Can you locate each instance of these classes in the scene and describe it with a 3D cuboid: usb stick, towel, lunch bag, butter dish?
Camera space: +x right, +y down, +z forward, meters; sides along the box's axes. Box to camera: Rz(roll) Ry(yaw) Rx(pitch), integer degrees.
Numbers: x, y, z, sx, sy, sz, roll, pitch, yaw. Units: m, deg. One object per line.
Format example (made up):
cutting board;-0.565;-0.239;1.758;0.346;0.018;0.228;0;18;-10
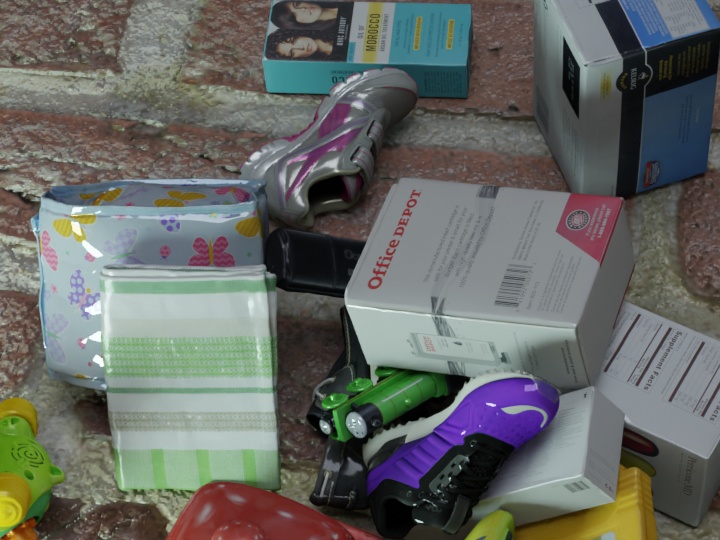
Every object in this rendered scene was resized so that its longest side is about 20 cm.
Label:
usb stick;0.000;0.000;1.736;0.199;0.033;0.056;8;66;-41
towel;-0.139;0.090;1.674;0.148;0.202;0.031;1;22;7
lunch bag;-0.177;0.009;1.724;0.198;0.171;0.127;-2;14;1
butter dish;-0.087;0.245;1.573;0.198;0.148;0.201;17;58;17

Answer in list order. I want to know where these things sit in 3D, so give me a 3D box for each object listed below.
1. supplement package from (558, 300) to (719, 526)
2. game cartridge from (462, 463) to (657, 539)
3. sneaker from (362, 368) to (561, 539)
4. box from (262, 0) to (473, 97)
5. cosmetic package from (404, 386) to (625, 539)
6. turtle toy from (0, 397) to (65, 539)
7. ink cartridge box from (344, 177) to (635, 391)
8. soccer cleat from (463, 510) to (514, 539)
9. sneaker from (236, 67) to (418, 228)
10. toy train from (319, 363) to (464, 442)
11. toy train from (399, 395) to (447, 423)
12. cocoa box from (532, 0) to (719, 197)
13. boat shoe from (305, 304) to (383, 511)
supplement package;0.216;0.104;1.666;0.199;0.114;0.110;23;58;21
game cartridge;0.154;0.261;1.553;0.176;0.032;0.201;-27;47;31
sneaker;0.080;0.154;1.559;0.200;0.069;0.100;-34;39;38
box;0.008;-0.217;1.953;0.198;0.049;0.083;2;55;6
cosmetic package;0.116;0.161;1.611;0.199;0.051;0.083;-20;47;38
turtle toy;-0.340;0.192;1.661;0.198;0.102;0.146;-10;31;1
ink cartridge box;0.107;0.008;1.629;0.198;0.083;0.147;6;50;23
soccer cleat;0.056;0.271;1.561;0.083;0.065;0.201;24;82;24
sneaker;-0.015;-0.106;1.864;0.200;0.082;0.088;-41;62;-12
toy train;0.050;0.089;1.660;0.199;0.042;0.056;-29;25;-36
toy train;0.093;0.057;1.762;0.046;0.034;0.200;28;62;35
cocoa box;0.238;-0.179;1.813;0.130;0.201;0.134;-16;54;-7
boat shoe;-0.013;0.111;1.708;0.067;0.072;0.201;0;56;0
